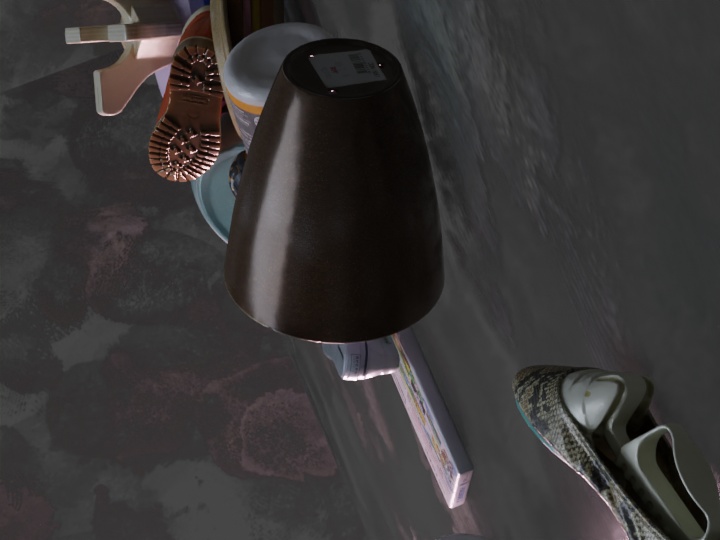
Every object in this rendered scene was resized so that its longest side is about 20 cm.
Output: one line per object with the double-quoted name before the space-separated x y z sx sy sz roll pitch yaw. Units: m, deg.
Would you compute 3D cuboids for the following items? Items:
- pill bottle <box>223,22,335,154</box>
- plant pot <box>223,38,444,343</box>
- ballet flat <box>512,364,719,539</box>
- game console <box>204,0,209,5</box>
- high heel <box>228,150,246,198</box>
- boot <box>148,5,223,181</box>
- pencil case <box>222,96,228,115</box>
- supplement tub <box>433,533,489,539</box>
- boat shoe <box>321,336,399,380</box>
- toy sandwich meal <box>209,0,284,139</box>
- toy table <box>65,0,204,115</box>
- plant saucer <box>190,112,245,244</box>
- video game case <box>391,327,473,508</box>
"pill bottle" -0.058 -0.134 1.489 0.116 0.116 0.200 -119 10 -45
"plant pot" -0.017 -0.078 1.220 0.187 0.187 0.200 -120 26 -48
"ballet flat" 0.158 0.105 0.855 0.200 0.068 0.075 56 145 37
"game console" -0.162 -0.288 1.760 0.171 0.118 0.200 -97 -12 -73
"high heel" -0.081 -0.037 1.654 0.200 0.071 0.143 60 -171 -46
"boot" -0.179 -0.191 1.649 0.107 0.075 0.200 -89 15 -47
"pencil case" -0.159 -0.160 1.808 0.200 0.094 0.091 147 116 -75
"supplement tub" 0.109 0.371 1.611 0.200 0.140 0.140 82 165 -60
"boat shoe" -0.001 0.075 1.687 0.200 0.067 0.074 -110 27 -65
"toy sandwich meal" -0.103 -0.227 1.568 0.205 0.070 0.205 -10 -90 -85
"toy table" -0.253 -0.272 1.745 0.184 0.117 0.200 -9 91 60
"plant saucer" -0.110 -0.083 1.699 0.036 0.200 0.200 -54 -47 -50
"video game case" 0.076 0.158 1.717 0.182 0.022 0.200 89 159 -70
